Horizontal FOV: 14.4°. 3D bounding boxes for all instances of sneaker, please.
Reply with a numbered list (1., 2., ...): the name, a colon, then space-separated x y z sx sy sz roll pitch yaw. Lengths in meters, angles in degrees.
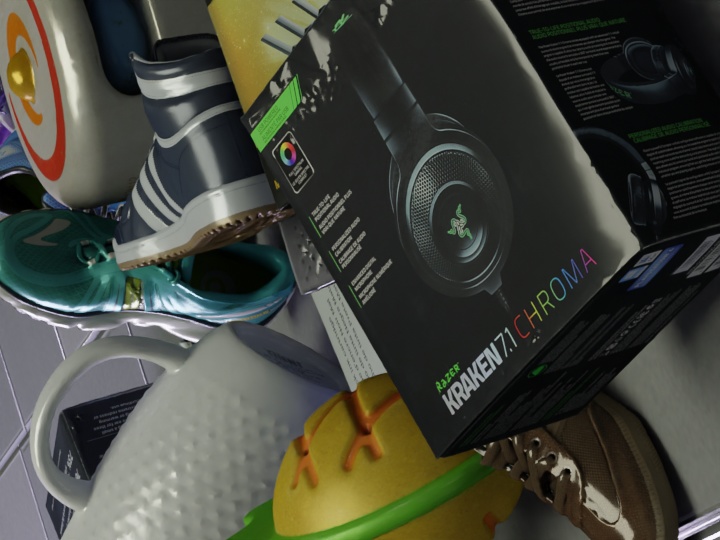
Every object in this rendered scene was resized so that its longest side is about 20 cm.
1. sneaker: -0.134 -0.007 1.751 0.080 0.199 0.078 139 133 -58
2. sneaker: 0.082 0.079 1.384 0.071 0.075 0.200 94 153 -43
3. sneaker: -0.095 -0.065 1.528 0.200 0.070 0.109 -21 86 67
4. sneaker: -0.166 -0.034 1.874 0.199 0.089 0.079 17 129 23

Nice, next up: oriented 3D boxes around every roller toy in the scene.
1. roller toy: -0.155 -0.136 1.781 0.200 0.139 0.183 -127 29 -47

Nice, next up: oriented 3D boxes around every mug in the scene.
1. mug: -0.103 0.116 1.714 0.176 0.199 0.148 -62 13 10

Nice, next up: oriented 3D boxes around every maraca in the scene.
1. maraca: 0.004 0.115 1.486 0.200 0.137 0.107 -23 98 34

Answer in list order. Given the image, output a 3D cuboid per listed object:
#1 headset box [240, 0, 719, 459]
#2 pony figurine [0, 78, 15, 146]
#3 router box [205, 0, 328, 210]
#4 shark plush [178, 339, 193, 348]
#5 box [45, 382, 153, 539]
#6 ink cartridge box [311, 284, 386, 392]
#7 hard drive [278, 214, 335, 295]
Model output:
1. headset box: 0.058 -0.054 1.224 0.174 0.093 0.200 -48 64 45
2. pony figurine: -0.239 -0.132 1.991 0.167 0.192 0.201 42 124 52
3. router box: 0.005 -0.140 1.381 0.200 0.052 0.158 -35 70 49
4. shark plush: -0.088 0.146 1.888 0.091 0.083 0.201 -140 39 -59
5. box: -0.144 0.203 2.052 0.148 0.104 0.200 108 142 -57
6. ink cartridge box: 0.000 0.000 1.603 0.200 0.040 0.200 113 138 -60
7. hard drive: -0.007 -0.099 1.485 0.135 0.042 0.201 -24 76 50
